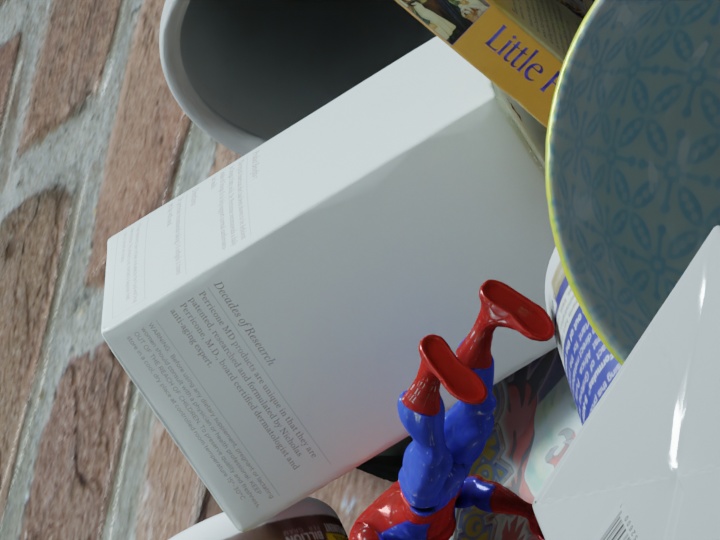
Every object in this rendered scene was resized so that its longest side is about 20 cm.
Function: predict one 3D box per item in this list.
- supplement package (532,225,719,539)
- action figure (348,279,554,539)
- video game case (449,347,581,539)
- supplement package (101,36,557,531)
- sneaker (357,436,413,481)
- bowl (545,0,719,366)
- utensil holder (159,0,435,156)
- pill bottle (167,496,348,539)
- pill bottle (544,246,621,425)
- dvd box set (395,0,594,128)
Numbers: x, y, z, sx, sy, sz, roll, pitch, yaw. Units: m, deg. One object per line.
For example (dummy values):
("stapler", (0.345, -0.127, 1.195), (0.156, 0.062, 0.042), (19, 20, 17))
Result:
("supplement package", (0.177, 0.093, 0.945), (0.120, 0.199, 0.121), (-59, 26, 22))
("action figure", (0.050, 0.098, 1.232), (0.065, 0.099, 0.200), (-38, -16, -29))
("video game case", (0.092, 0.093, 1.289), (0.182, 0.023, 0.201), (-23, 49, 37))
("supplement package", (0.000, 0.000, 1.319), (0.199, 0.118, 0.117), (-31, 19, 9))
("sneaker", (0.018, 0.044, 1.491), (0.199, 0.076, 0.115), (-6, 64, 61))
("bowl", (0.165, -0.035, 1.054), (0.108, 0.199, 0.201), (2, -71, -86))
("utensil holder", (-0.025, -0.181, 1.647), (0.170, 0.169, 0.201), (-52, 27, 35))
("pill bottle", (-0.025, 0.210, 1.337), (0.109, 0.109, 0.201), (-44, 63, 45))
("pill bottle", (0.146, 0.065, 1.129), (0.120, 0.119, 0.201), (-53, 34, 34))
("dvd box set", (0.084, -0.094, 1.269), (0.029, 0.200, 0.147), (-46, 20, 17))
